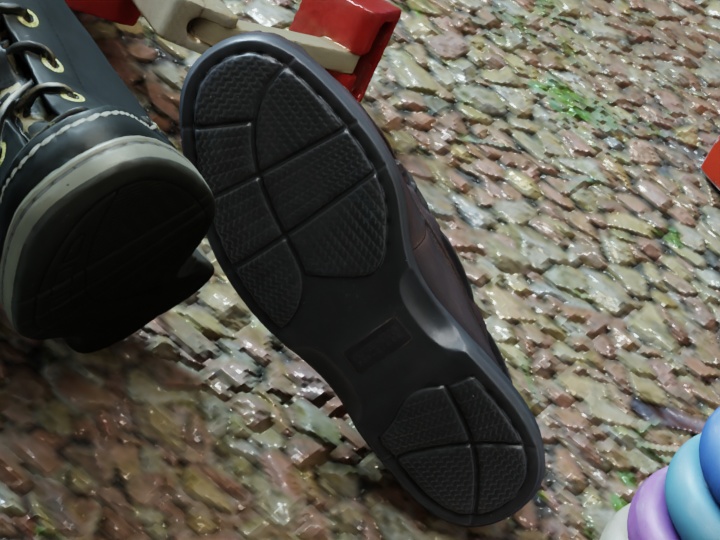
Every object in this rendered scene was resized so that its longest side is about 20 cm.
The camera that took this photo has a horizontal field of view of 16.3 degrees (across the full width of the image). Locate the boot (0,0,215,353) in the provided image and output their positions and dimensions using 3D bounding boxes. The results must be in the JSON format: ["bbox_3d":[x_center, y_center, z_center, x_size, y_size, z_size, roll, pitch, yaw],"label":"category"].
[{"bbox_3d":[-0.113,-0.057,0.815,0.073,0.204,0.154,-31,82,-5],"label":"boot"}]

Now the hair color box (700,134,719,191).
[{"bbox_3d":[0.269,-0.038,1.170,0.200,0.064,0.111,-6,48,-37],"label":"hair color box"}]

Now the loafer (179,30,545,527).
[{"bbox_3d":[0.000,0.000,0.894,0.200,0.072,0.063,58,14,-15],"label":"loafer"}]

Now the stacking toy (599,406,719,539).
[{"bbox_3d":[0.162,0.055,0.867,0.085,0.200,0.085,19,38,-15],"label":"stacking toy"}]

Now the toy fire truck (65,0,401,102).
[{"bbox_3d":[-0.084,-0.114,0.991,0.141,0.049,0.200,32,16,21],"label":"toy fire truck"}]
